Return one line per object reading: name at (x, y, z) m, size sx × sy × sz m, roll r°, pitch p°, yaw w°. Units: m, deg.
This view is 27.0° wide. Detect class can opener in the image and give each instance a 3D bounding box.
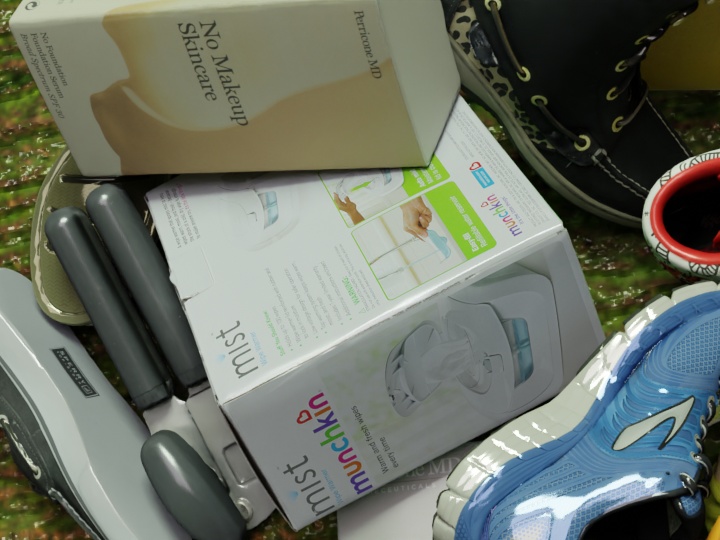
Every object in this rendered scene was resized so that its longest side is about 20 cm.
can opener at (-0.105, 0.052, 0.786) m, size 0.053 × 0.067 × 0.201 m, roll -27°, pitch 93°, yaw 10°

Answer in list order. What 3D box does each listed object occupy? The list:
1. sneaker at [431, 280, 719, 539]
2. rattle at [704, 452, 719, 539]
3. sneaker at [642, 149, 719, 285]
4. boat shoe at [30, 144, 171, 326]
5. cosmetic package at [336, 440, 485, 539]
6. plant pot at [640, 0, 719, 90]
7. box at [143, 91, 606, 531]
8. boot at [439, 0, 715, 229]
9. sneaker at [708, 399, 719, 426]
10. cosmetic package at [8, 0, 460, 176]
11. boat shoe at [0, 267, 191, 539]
sneaker at (0.128, 0.083, 0.672) m, size 0.200 × 0.079 × 0.089 m, roll -38°, pitch 59°, yaw -21°
rattle at (0.256, 0.128, 0.670) m, size 0.199 × 0.143 × 0.131 m, roll 23°, pitch 94°, yaw 10°
sneaker at (0.233, -0.021, 0.710) m, size 0.200 × 0.108 × 0.068 m, roll -1°, pitch 83°, yaw 21°
boat shoe at (-0.137, -0.062, 0.867) m, size 0.074 × 0.068 × 0.202 m, roll 11°, pitch 79°, yaw 7°
cosmetic package at (0.048, 0.187, 0.721) m, size 0.106 × 0.090 × 0.201 m, roll -9°, pitch 69°, yaw 11°
plant pot at (0.161, -0.227, 0.792) m, size 0.199 × 0.176 × 0.201 m, roll 3°, pitch 67°, yaw 28°
box at (0.000, 0.000, 0.754) m, size 0.176 × 0.097 × 0.200 m, roll -28°, pitch 36°, yaw -2°
boot at (0.135, -0.109, 0.745) m, size 0.203 × 0.153 × 0.074 m, roll 39°, pitch 54°, yaw -20°
sneaker at (0.244, 0.055, 0.755) m, size 0.198 × 0.075 × 0.077 m, roll 1°, pitch 89°, yaw 14°
cosmetic package at (-0.060, -0.108, 0.747) m, size 0.199 × 0.106 × 0.071 m, roll -1°, pitch 43°, yaw 24°
boat shoe at (-0.162, 0.089, 0.818) m, size 0.057 × 0.068 × 0.200 m, roll -45°, pitch 68°, yaw 20°
